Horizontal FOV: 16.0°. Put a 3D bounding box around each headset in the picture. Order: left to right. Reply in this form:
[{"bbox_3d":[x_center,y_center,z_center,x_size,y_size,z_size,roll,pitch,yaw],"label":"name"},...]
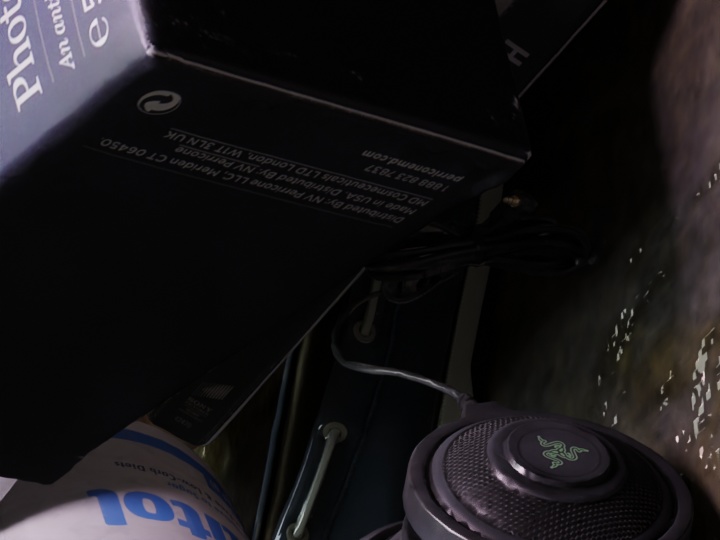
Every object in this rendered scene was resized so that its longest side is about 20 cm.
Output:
[{"bbox_3d":[0.044,0.074,0.617,0.124,0.094,0.200,121,137,-53],"label":"headset"}]

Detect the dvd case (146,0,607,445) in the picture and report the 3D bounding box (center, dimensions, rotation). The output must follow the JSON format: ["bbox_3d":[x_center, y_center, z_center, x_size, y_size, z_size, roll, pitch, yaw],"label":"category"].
[{"bbox_3d":[0.001,-0.065,0.724,0.200,0.025,0.150,-49,29,22],"label":"dvd case"}]

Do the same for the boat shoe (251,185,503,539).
[{"bbox_3d":[0.000,0.000,0.763,0.075,0.062,0.200,168,109,-72],"label":"boat shoe"}]

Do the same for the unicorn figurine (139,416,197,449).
[{"bbox_3d":[-0.067,-0.023,0.996,0.137,0.074,0.200,8,105,63],"label":"unicorn figurine"}]

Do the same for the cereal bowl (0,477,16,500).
[{"bbox_3d":[-0.160,0.008,0.904,0.200,0.083,0.200,-43,29,30],"label":"cereal bowl"}]

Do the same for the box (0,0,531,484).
[{"bbox_3d":[-0.083,-0.077,0.665,0.198,0.123,0.200,-35,55,39],"label":"box"}]

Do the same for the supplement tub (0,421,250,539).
[{"bbox_3d":[-0.085,0.142,0.858,0.200,0.132,0.132,-125,46,-64],"label":"supplement tub"}]
